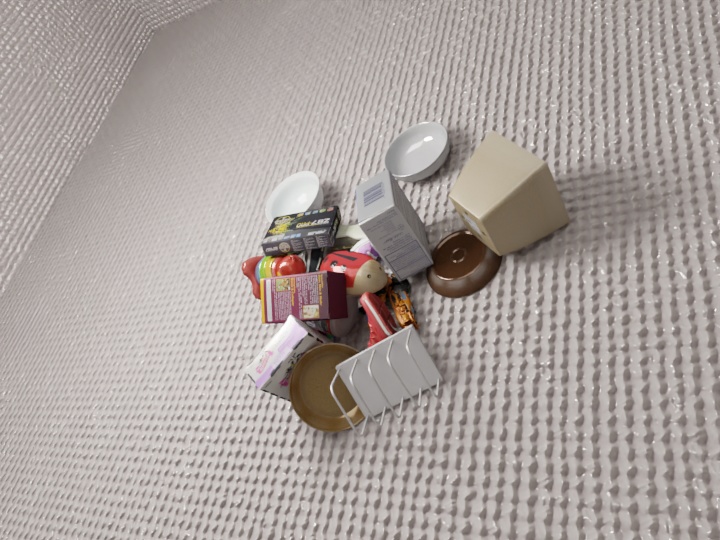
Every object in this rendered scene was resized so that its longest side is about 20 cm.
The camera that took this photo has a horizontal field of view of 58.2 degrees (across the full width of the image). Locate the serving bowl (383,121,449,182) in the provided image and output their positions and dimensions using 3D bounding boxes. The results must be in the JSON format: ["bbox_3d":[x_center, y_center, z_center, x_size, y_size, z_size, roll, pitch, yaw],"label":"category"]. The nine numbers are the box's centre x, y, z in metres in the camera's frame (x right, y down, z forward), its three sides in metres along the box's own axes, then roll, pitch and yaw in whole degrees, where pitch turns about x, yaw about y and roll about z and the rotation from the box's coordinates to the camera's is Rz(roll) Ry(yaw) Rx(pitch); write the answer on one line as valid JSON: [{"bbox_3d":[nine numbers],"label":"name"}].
[{"bbox_3d":[0.167,-0.323,1.824,0.198,0.066,0.202,-21,47,24],"label":"serving bowl"}]

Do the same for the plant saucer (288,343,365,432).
[{"bbox_3d":[-0.063,0.262,1.464,0.200,0.200,0.035,-43,7,-1],"label":"plant saucer"}]

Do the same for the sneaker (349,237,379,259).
[{"bbox_3d":[0.000,0.000,1.693,0.200,0.072,0.115,-39,46,19],"label":"sneaker"}]

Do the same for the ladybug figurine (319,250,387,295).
[{"bbox_3d":[-0.024,0.000,1.591,0.198,0.073,0.135,13,35,37],"label":"ladybug figurine"}]

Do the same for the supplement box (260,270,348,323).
[{"bbox_3d":[-0.136,0.066,1.540,0.198,0.085,0.112,-6,84,30],"label":"supplement box"}]

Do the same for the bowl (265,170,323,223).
[{"bbox_3d":[-0.185,-0.197,1.970,0.199,0.090,0.203,-20,47,23],"label":"bowl"}]

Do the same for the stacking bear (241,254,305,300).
[{"bbox_3d":[-0.223,0.004,1.786,0.113,0.122,0.199,-32,14,-34],"label":"stacking bear"}]

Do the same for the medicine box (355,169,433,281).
[{"bbox_3d":[0.082,-0.112,1.593,0.102,0.201,0.183,-27,32,15],"label":"medicine box"}]

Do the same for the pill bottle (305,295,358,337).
[{"bbox_3d":[-0.115,0.087,1.642,0.198,0.114,0.115,17,67,30],"label":"pill bottle"}]

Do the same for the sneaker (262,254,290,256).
[{"bbox_3d":[-0.238,-0.071,1.913,0.199,0.084,0.077,-39,41,4],"label":"sneaker"}]

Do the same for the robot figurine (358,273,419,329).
[{"bbox_3d":[0.065,0.085,1.575,0.144,0.058,0.201,-33,43,9],"label":"robot figurine"}]

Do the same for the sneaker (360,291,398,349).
[{"bbox_3d":[0.030,0.155,1.456,0.115,0.201,0.078,-30,7,18],"label":"sneaker"}]

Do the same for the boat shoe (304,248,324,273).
[{"bbox_3d":[-0.124,0.000,1.782,0.060,0.076,0.202,4,68,-8],"label":"boat shoe"}]

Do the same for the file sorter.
[{"bbox_3d":[0.056,0.237,1.368,0.199,0.140,0.125,-30,8,13],"label":"file sorter"}]

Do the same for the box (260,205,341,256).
[{"bbox_3d":[-0.161,-0.109,1.790,0.198,0.050,0.162,-8,32,15],"label":"box"}]

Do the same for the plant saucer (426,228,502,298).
[{"bbox_3d":[0.240,-0.029,1.553,0.199,0.037,0.202,-21,46,23],"label":"plant saucer"}]

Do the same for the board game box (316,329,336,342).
[{"bbox_3d":[-0.142,0.192,1.659,0.157,0.039,0.202,-4,55,35],"label":"board game box"}]

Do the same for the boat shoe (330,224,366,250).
[{"bbox_3d":[-0.013,-0.087,1.774,0.200,0.061,0.072,2,35,38],"label":"boat shoe"}]

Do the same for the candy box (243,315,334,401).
[{"bbox_3d":[-0.148,0.216,1.510,0.168,0.200,0.071,-49,56,0],"label":"candy box"}]

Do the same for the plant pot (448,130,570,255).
[{"bbox_3d":[0.322,-0.157,1.468,0.177,0.200,0.200,-41,42,0],"label":"plant pot"}]
